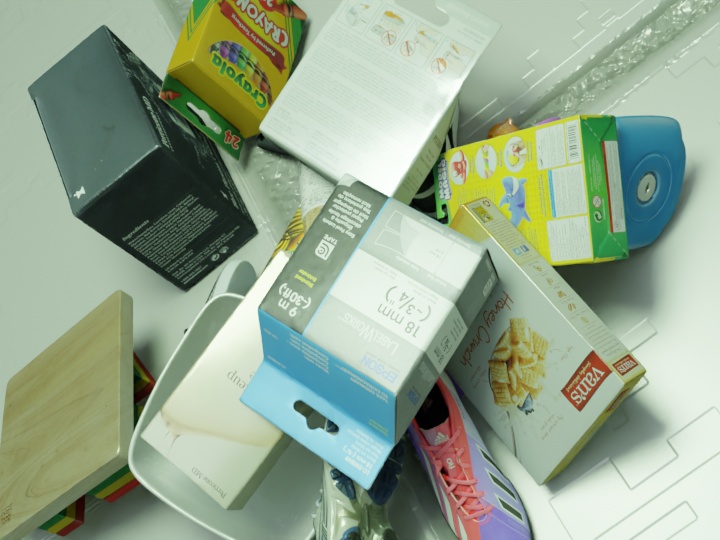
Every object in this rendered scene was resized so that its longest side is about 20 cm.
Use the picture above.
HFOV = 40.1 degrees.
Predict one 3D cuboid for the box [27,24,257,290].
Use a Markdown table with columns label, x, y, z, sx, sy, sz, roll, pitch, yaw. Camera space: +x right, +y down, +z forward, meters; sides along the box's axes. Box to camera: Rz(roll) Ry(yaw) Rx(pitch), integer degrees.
| label | x | y | z | sx | sy | sz | roll | pitch | yaw |
| --- | --- | --- | --- | --- | --- | --- | --- | --- | --- |
| box | -0.233 | -0.118 | 1.069 | 0.117 | 0.200 | 0.198 | -35 | 57 | 8 |

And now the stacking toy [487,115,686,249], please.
| label | x | y | z | sx | sy | sz | roll | pitch | yaw |
| --- | --- | --- | --- | --- | --- | --- | --- | --- | --- |
| stacking toy | 0.188 | -0.100 | 0.911 | 0.199 | 0.108 | 0.119 | 28 | 116 | 49 |

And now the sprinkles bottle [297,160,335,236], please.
| label | x | y | z | sx | sy | sz | roll | pitch | yaw |
| --- | --- | --- | --- | --- | --- | --- | --- | --- | --- |
| sprinkles bottle | -0.028 | -0.073 | 0.975 | 0.067 | 0.068 | 0.204 | -16 | 63 | 20 |

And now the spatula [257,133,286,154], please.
| label | x | y | z | sx | sy | sz | roll | pitch | yaw |
| --- | --- | --- | --- | --- | --- | --- | --- | --- | --- |
| spatula | -0.042 | -0.123 | 1.069 | 0.198 | 0.021 | 0.057 | 22 | 81 | 34 |

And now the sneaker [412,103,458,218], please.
| label | x | y | z | sx | sy | sz | roll | pitch | yaw |
| --- | --- | --- | --- | --- | --- | --- | --- | --- | --- |
| sneaker | 0.054 | -0.164 | 0.991 | 0.072 | 0.112 | 0.204 | -20 | 60 | 17 |

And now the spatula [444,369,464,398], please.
| label | x | y | z | sx | sy | sz | roll | pitch | yaw |
| --- | --- | --- | --- | --- | --- | --- | --- | --- | --- |
| spatula | 0.110 | 0.054 | 0.919 | 0.056 | 0.021 | 0.201 | 37 | 87 | 28 |

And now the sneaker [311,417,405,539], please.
| label | x | y | z | sx | sy | sz | roll | pitch | yaw |
| --- | --- | --- | --- | --- | --- | --- | --- | --- | --- |
| sneaker | -0.011 | 0.195 | 0.840 | 0.085 | 0.076 | 0.204 | 138 | 140 | -56 |

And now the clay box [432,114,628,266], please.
| label | x | y | z | sx | sy | sz | roll | pitch | yaw |
| --- | --- | --- | --- | --- | --- | --- | --- | --- | --- |
| clay box | 0.139 | -0.059 | 0.856 | 0.199 | 0.047 | 0.118 | -6 | 90 | 58 |

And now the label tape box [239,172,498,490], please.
| label | x | y | z | sx | sy | sz | roll | pitch | yaw |
| --- | --- | --- | --- | --- | --- | --- | --- | --- | --- |
| label tape box | -0.002 | 0.045 | 0.784 | 0.143 | 0.063 | 0.202 | 28 | 79 | 25 |

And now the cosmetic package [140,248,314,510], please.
| label | x | y | z | sx | sy | sz | roll | pitch | yaw |
| --- | --- | --- | --- | --- | --- | --- | --- | --- | --- |
| cosmetic package | -0.087 | 0.096 | 0.864 | 0.103 | 0.073 | 0.201 | 34 | 81 | 10 |

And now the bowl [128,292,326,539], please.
| label | x | y | z | sx | sy | sz | roll | pitch | yaw |
| --- | --- | --- | --- | --- | --- | --- | --- | --- | --- |
| bowl | -0.095 | 0.147 | 0.926 | 0.197 | 0.075 | 0.203 | 27 | 79 | 10 |

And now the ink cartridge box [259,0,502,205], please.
| label | x | y | z | sx | sy | sz | roll | pitch | yaw |
| --- | --- | --- | --- | --- | --- | --- | --- | --- | --- |
| ink cartridge box | 0.021 | -0.171 | 0.925 | 0.159 | 0.047 | 0.202 | 33 | 88 | 24 |

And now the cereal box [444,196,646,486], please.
| label | x | y | z | sx | sy | sz | roll | pitch | yaw |
| --- | --- | --- | --- | --- | --- | --- | --- | --- | --- |
| cereal box | 0.128 | 0.059 | 0.829 | 0.201 | 0.039 | 0.145 | 50 | 136 | 25 |

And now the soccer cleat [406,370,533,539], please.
| label | x | y | z | sx | sy | sz | roll | pitch | yaw |
| --- | --- | --- | --- | --- | --- | --- | --- | --- | --- |
| soccer cleat | 0.081 | 0.163 | 0.843 | 0.067 | 0.073 | 0.203 | -29 | 69 | 7 |

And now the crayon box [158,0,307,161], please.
| label | x | y | z | sx | sy | sz | roll | pitch | yaw |
| --- | --- | --- | --- | --- | --- | --- | --- | --- | --- |
| crayon box | -0.138 | -0.242 | 1.100 | 0.050 | 0.126 | 0.204 | -11 | 55 | 40 |

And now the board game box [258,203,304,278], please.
| label | x | y | z | sx | sy | sz | roll | pitch | yaw |
| --- | --- | --- | --- | --- | --- | --- | --- | --- | --- |
| board game box | 0.000 | 0.000 | 0.993 | 0.198 | 0.035 | 0.128 | 24 | 80 | 33 |

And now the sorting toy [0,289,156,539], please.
| label | x | y | z | sx | sy | sz | roll | pitch | yaw |
| --- | --- | --- | --- | --- | --- | --- | --- | --- | --- |
| sorting toy | -0.287 | 0.160 | 1.022 | 0.199 | 0.069 | 0.201 | -35 | 44 | 24 |

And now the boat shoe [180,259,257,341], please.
| label | x | y | z | sx | sy | sz | roll | pitch | yaw |
| --- | --- | --- | --- | --- | --- | --- | --- | --- | --- |
| boat shoe | -0.159 | 0.086 | 1.024 | 0.065 | 0.070 | 0.205 | 4 | 77 | 27 |
